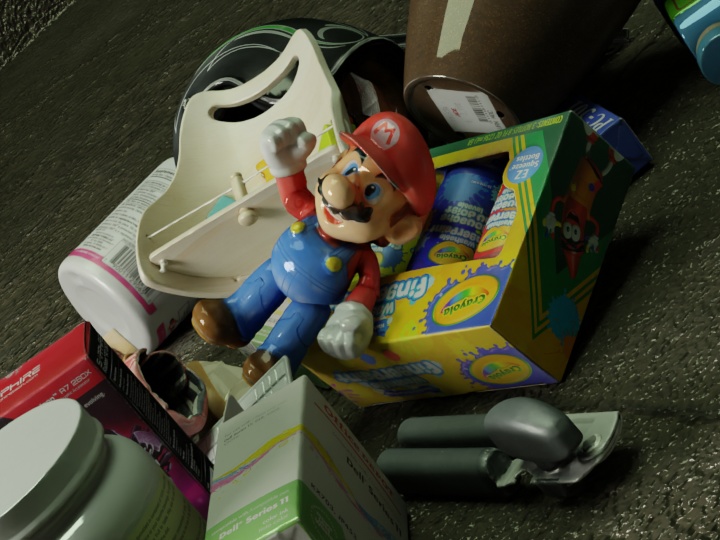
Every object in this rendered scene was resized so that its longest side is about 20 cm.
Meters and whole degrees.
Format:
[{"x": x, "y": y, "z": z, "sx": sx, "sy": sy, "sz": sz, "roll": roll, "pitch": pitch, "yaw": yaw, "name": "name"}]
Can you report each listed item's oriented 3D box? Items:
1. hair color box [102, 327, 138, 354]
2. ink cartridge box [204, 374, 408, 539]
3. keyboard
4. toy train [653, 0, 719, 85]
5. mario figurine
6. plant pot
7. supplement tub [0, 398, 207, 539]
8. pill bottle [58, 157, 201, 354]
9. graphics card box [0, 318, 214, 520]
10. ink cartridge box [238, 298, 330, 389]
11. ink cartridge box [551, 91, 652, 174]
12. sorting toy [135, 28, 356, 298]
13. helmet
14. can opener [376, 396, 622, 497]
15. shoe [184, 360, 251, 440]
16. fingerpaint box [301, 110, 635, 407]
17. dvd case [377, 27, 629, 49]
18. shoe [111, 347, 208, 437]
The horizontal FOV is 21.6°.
[{"x": -0.231, "y": 0.147, "z": 1.480, "sx": 0.200, "sy": 0.065, "sz": 0.109, "roll": -42, "pitch": 34, "yaw": -13, "name": "hair color box"}, {"x": -0.027, "y": 0.143, "z": 1.094, "sx": 0.067, "sy": 0.117, "sz": 0.200, "roll": -31, "pitch": 22, "yaw": 13, "name": "ink cartridge box"}, {"x": -0.091, "y": 0.127, "z": 1.258, "sx": 0.200, "sy": 0.011, "sz": 0.057, "roll": -45, "pitch": 52, "yaw": 45, "name": "keyboard"}, {"x": 0.313, "y": -0.215, "z": 1.350, "sx": 0.199, "sy": 0.085, "sz": 0.116, "roll": -32, "pitch": 31, "yaw": 15, "name": "toy train"}, {"x": -0.032, "y": -0.019, "z": 1.225, "sx": 0.200, "sy": 0.123, "sz": 0.106, "roll": -53, "pitch": 17, "yaw": 14, "name": "mario figurine"}, {"x": 0.111, "y": -0.193, "z": 1.394, "sx": 0.186, "sy": 0.187, "sz": 0.201, "roll": -11, "pitch": 48, "yaw": 51, "name": "plant pot"}, {"x": -0.146, "y": 0.187, "z": 1.081, "sx": 0.145, "sy": 0.200, "sz": 0.145, "roll": -32, "pitch": 21, "yaw": 14, "name": "supplement tub"}, {"x": -0.166, "y": -0.030, "z": 1.701, "sx": 0.200, "sy": 0.114, "sz": 0.113, "roll": -47, "pitch": 22, "yaw": -25, "name": "pill bottle"}, {"x": -0.160, "y": 0.144, "z": 1.198, "sx": 0.125, "sy": 0.200, "sz": 0.051, "roll": -34, "pitch": 25, "yaw": 8, "name": "graphics card box"}, {"x": 0.000, "y": 0.000, "z": 1.458, "sx": 0.200, "sy": 0.048, "sz": 0.145, "roll": -47, "pitch": 21, "yaw": -15, "name": "ink cartridge box"}, {"x": 0.137, "y": -0.089, "z": 1.418, "sx": 0.094, "sy": 0.044, "sz": 0.200, "roll": -40, "pitch": 21, "yaw": 1, "name": "ink cartridge box"}, {"x": -0.073, "y": -0.091, "z": 1.449, "sx": 0.199, "sy": 0.107, "sz": 0.181, "roll": -29, "pitch": 54, "yaw": 24, "name": "sorting toy"}, {"x": -0.059, "y": -0.120, "z": 1.607, "sx": 0.190, "sy": 0.201, "sz": 0.200, "roll": 0, "pitch": 40, "yaw": 36, "name": "helmet"}, {"x": 0.076, "y": 0.099, "z": 1.104, "sx": 0.053, "sy": 0.067, "sz": 0.200, "roll": -51, "pitch": 19, "yaw": -28, "name": "can opener"}, {"x": -0.083, "y": 0.112, "z": 1.350, "sx": 0.053, "sy": 0.070, "sz": 0.200, "roll": -12, "pitch": 19, "yaw": -15, "name": "shoe"}, {"x": 0.066, "y": -0.004, "z": 1.259, "sx": 0.199, "sy": 0.073, "sz": 0.168, "roll": -11, "pitch": 49, "yaw": 50, "name": "fingerpaint box"}, {"x": 0.111, "y": -0.196, "z": 1.606, "sx": 0.148, "sy": 0.016, "sz": 0.200, "roll": -4, "pitch": 7, "yaw": -26, "name": "dvd case"}, {"x": -0.156, "y": 0.089, "z": 1.346, "sx": 0.091, "sy": 0.071, "sz": 0.200, "roll": -59, "pitch": 25, "yaw": 17, "name": "shoe"}]
